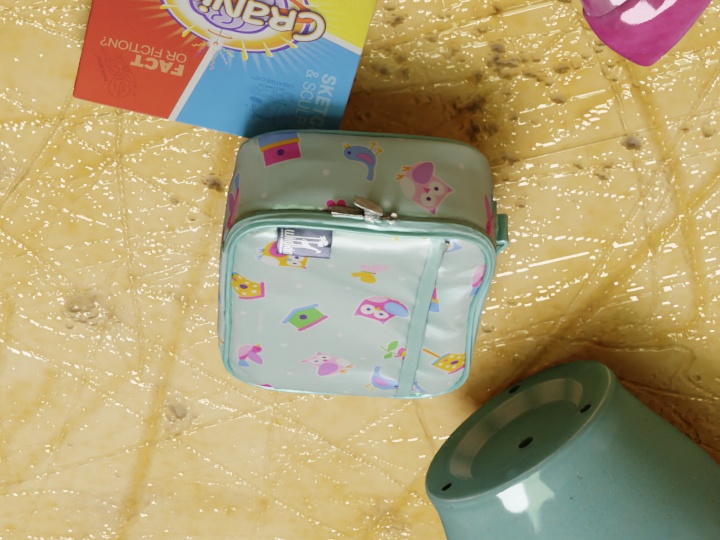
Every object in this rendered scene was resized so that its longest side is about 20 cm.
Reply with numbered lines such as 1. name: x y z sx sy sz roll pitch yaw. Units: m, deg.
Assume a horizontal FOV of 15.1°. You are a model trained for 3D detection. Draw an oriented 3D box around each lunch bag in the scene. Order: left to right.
1. lunch bag: 0.000 0.000 1.552 0.159 0.077 0.200 6 149 -2

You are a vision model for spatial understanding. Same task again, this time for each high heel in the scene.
1. high heel: 0.202 -0.173 1.419 0.199 0.068 0.096 -27 129 23

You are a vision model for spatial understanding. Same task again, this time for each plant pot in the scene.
1. plant pot: 0.141 0.165 1.647 0.199 0.200 0.188 -27 108 26

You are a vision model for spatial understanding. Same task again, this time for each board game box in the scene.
1. board game box: -0.064 -0.164 1.469 0.152 0.040 0.201 12 131 -5
